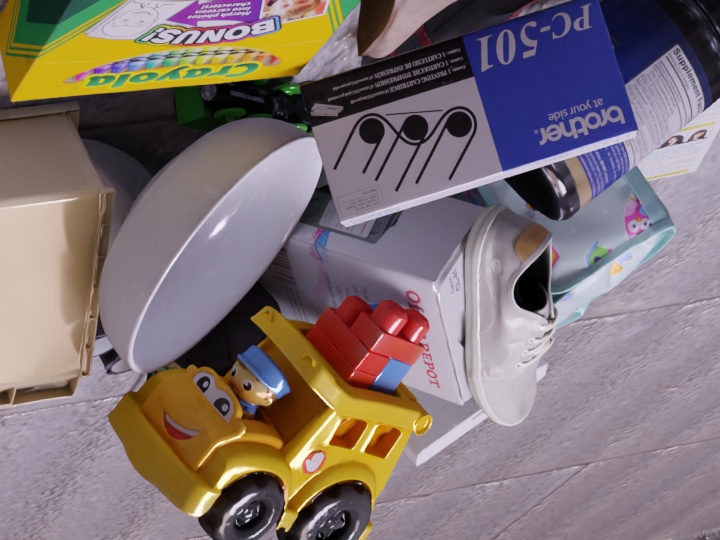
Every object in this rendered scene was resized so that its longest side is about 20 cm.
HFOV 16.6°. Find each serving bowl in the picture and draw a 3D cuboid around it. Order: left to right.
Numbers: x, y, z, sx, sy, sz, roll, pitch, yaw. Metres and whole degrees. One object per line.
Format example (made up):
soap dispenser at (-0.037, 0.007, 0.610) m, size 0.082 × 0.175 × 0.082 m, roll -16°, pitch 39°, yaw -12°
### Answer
serving bowl at (-0.113, -0.028, 1.675) m, size 0.200 × 0.066 × 0.200 m, roll -48°, pitch 166°, yaw -16°

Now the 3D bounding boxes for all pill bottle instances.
pill bottle at (0.177, -0.134, 1.676) m, size 0.200 × 0.112 × 0.112 m, roll -38°, pitch 166°, yaw -10°

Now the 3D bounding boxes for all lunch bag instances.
lunch bag at (0.137, -0.056, 1.851) m, size 0.122 × 0.171 × 0.200 m, roll -23°, pitch 167°, yaw -31°

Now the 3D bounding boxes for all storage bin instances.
storage bin at (-0.280, 0.002, 1.666) m, size 0.199 × 0.094 × 0.199 m, roll -8°, pitch 133°, yaw -24°

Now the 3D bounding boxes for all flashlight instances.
flashlight at (0.086, -0.171, 1.646) m, size 0.068 × 0.068 × 0.200 m, roll 37°, pitch 131°, yaw -21°

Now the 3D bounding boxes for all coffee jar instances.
coffee jar at (-0.112, 0.070, 1.871) m, size 0.085 × 0.104 × 0.200 m, roll -43°, pitch 163°, yaw -23°

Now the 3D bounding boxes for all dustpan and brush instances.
dustpan and brush at (-0.179, -0.033, 1.806) m, size 0.200 × 0.057 × 0.139 m, roll 30°, pitch 130°, yaw -32°

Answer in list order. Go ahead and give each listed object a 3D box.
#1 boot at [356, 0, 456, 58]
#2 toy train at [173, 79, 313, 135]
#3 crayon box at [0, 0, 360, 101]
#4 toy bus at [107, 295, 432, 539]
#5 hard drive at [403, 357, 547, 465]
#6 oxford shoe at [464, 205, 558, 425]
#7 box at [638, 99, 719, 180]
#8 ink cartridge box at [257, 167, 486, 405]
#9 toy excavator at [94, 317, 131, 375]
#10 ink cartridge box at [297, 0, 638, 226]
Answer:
boot at (0.087, -0.195, 1.527) m, size 0.146 × 0.070 × 0.200 m, roll 0°, pitch 150°, yaw -15°
toy train at (-0.058, -0.108, 1.753) m, size 0.056 × 0.042 × 0.200 m, roll -15°, pitch 166°, yaw 33°
crayon box at (-0.101, -0.168, 1.489) m, size 0.199 × 0.058 × 0.173 m, roll -7°, pitch 161°, yaw -26°
toy bus at (-0.045, 0.090, 1.724) m, size 0.200 × 0.136 × 0.192 m, roll 16°, pitch 115°, yaw -49°
hard drive at (0.031, 0.042, 1.925) m, size 0.132 × 0.200 × 0.026 m, roll -33°, pitch 156°, yaw -21°
oxford shoe at (0.113, 0.040, 1.776) m, size 0.058 × 0.075 × 0.200 m, roll 18°, pitch 137°, yaw 24°
box at (0.239, -0.125, 1.940) m, size 0.082 × 0.049 × 0.200 m, roll -13°, pitch 163°, yaw -9°
ink cartridge box at (0.000, 0.000, 1.821) m, size 0.200 × 0.086 × 0.148 m, roll 18°, pitch 147°, yaw 25°
toy excavator at (-0.131, -0.006, 1.933) m, size 0.200 × 0.100 × 0.194 m, roll -28°, pitch 162°, yaw 10°
ink cartridge box at (0.070, -0.102, 1.588) m, size 0.199 × 0.094 × 0.044 m, roll -18°, pitch 176°, yaw 4°
